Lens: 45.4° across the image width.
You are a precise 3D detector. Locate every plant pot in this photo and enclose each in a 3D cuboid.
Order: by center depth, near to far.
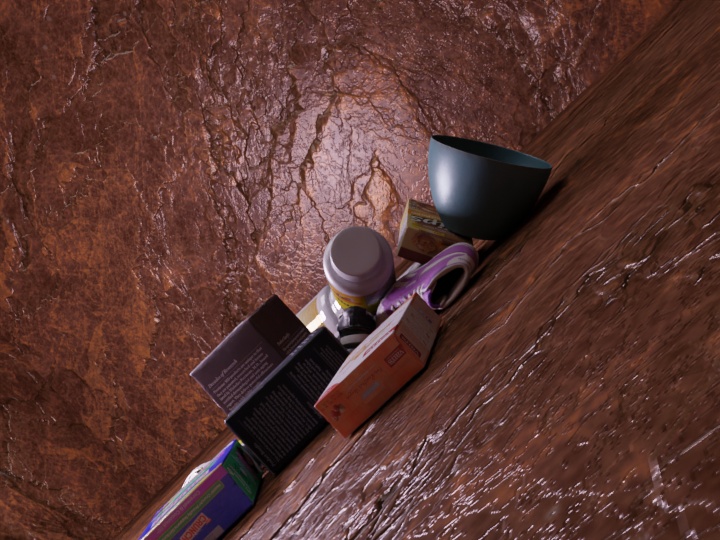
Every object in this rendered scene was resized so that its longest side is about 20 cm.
[{"bbox_3d":[0.194,-0.127,1.384,0.200,0.198,0.136,-46,-30,-71],"label":"plant pot"}]

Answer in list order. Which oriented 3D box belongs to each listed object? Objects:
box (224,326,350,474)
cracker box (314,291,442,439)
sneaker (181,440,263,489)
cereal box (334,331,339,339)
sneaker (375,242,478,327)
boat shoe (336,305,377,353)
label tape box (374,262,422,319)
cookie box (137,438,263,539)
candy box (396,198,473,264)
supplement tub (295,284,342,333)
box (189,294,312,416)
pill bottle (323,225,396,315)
[{"bbox_3d":[-0.096,0.191,1.293,0.200,0.107,0.148,-43,1,-8],"label":"box"},{"bbox_3d":[0.027,0.111,1.063,0.134,0.058,0.200,-44,1,16],"label":"cracker box"},{"bbox_3d":[-0.241,0.351,1.416,0.200,0.075,0.085,-44,1,19],"label":"sneaker"},{"bbox_3d":[-0.020,0.124,1.743,0.200,0.040,0.144,-45,1,-17],"label":"cereal box"},{"bbox_3d":[0.087,0.041,1.273,0.200,0.073,0.114,-45,5,24],"label":"sneaker"},{"bbox_3d":[-0.002,0.100,1.385,0.075,0.061,0.200,-3,-12,-4],"label":"boat shoe"},{"bbox_3d":[0.079,0.046,1.511,0.200,0.066,0.143,-42,2,21],"label":"label tape box"},{"bbox_3d":[-0.226,0.340,1.229,0.171,0.075,0.200,-43,2,-3],"label":"cookie box"},{"bbox_3d":[0.125,-0.058,1.439,0.200,0.114,0.056,-77,5,-72],"label":"candy box"},{"bbox_3d":[-0.062,0.118,1.940,0.200,0.145,0.144,-43,1,38],"label":"supplement tub"},{"bbox_3d":[-0.162,0.185,1.558,0.164,0.200,0.166,-43,0,18],"label":"box"},{"bbox_3d":[0.000,0.000,1.350,0.109,0.109,0.200,-43,-16,-9],"label":"pill bottle"}]
